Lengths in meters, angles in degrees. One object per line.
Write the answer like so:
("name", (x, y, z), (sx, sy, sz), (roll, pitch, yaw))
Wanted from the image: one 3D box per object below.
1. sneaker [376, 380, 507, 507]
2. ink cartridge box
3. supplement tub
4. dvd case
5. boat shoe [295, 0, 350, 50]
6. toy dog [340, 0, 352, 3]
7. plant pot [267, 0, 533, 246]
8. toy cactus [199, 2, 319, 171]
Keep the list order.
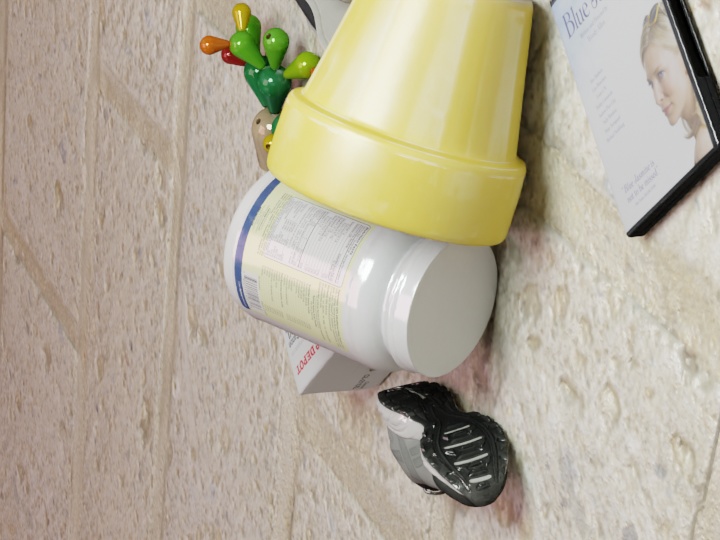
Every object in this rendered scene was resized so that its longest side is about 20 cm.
("sneaker", (0.076, 0.161, 1.735), (0.200, 0.074, 0.080), (-139, 38, -65))
("ink cartridge box", (-0.024, -0.003, 1.889), (0.146, 0.082, 0.201), (127, 132, -56))
("supplement tub", (0.000, 0.000, 1.698), (0.199, 0.145, 0.146), (21, 118, 35))
("dvd case", (0.197, -0.143, 1.437), (0.143, 0.017, 0.201), (127, 132, -58))
("boat shoe", (-0.019, -0.240, 1.846), (0.200, 0.074, 0.060), (49, -177, 28))
("toy dog", (-0.013, -0.331, 1.755), (0.193, 0.139, 0.201), (-11, 84, 33))
("plant pot", (0.047, -0.141, 1.586), (0.201, 0.200, 0.190), (37, 113, 58))
("toy cactus", (-0.092, -0.165, 2.012), (0.200, 0.102, 0.165), (50, 150, 38))
